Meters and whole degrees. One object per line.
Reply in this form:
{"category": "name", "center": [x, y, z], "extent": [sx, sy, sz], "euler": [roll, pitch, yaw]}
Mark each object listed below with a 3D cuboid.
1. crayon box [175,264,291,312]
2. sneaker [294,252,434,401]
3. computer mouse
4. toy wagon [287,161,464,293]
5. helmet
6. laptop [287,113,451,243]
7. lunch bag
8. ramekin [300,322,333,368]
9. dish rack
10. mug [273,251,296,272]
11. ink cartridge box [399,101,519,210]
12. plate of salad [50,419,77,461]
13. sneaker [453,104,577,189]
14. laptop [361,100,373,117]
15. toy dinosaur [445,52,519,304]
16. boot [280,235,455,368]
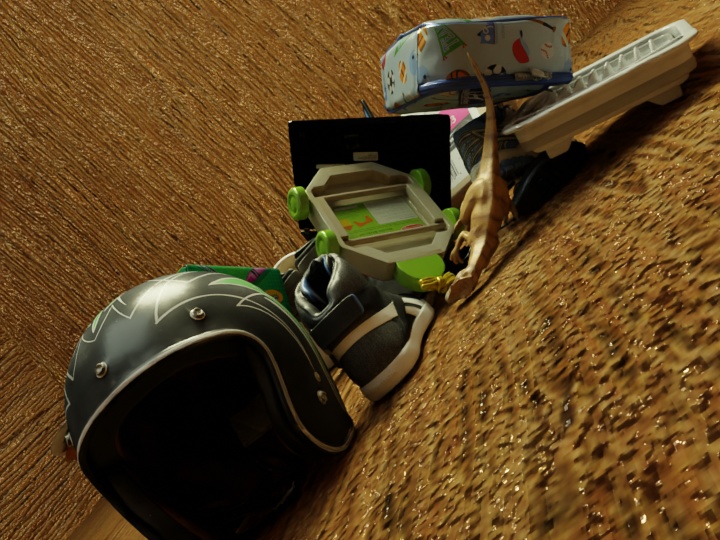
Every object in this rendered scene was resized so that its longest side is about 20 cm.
{"category": "crayon box", "center": [-0.180, 0.069, 0.844], "extent": [0.118, 0.059, 0.200], "euler": [2, -31, -43]}
{"category": "sneaker", "center": [0.002, 0.027, 0.663], "extent": [0.073, 0.112, 0.200], "euler": [-42, 4, 10]}
{"category": "computer mouse", "center": [0.137, -0.056, 0.748], "extent": [0.200, 0.034, 0.059], "euler": [-44, 4, 20]}
{"category": "toy wagon", "center": [0.025, -0.039, 0.750], "extent": [0.153, 0.201, 0.040], "euler": [-11, -43, -26]}
{"category": "helmet", "center": [-0.117, 0.095, 0.573], "extent": [0.200, 0.191, 0.200], "euler": [-44, 3, 3]}
{"category": "laptop", "center": [0.018, -0.093, 0.896], "extent": [0.175, 0.202, 0.104], "euler": [-2, 27, 6]}
{"category": "lunch bag", "center": [0.112, -0.197, 0.751], "extent": [0.158, 0.077, 0.200], "euler": [-6, 8, -15]}
{"category": "ramekin", "center": [-0.071, 0.082, 1.011], "extent": [0.202, 0.094, 0.202], "euler": [-45, 3, 3]}
{"category": "dish rack", "center": [0.221, -0.161, 0.694], "extent": [0.170, 0.044, 0.200], "euler": [-26, 12, 26]}
{"category": "mug", "center": [-0.094, 0.040, 1.461], "extent": [0.186, 0.150, 0.153], "euler": [-36, -2, 17]}
{"category": "ink cartridge box", "center": [0.129, -0.171, 1.066], "extent": [0.075, 0.166, 0.200], "euler": [3, -35, -44]}
{"category": "plate of salad", "center": [-0.198, 0.115, 0.726], "extent": [0.200, 0.048, 0.200], "euler": [-40, -10, -9]}
{"category": "sneaker", "center": [0.162, -0.138, 0.811], "extent": [0.077, 0.086, 0.199], "euler": [-41, -11, 34]}
{"category": "laptop", "center": [0.010, -0.087, 1.048], "extent": [0.103, 0.179, 0.200], "euler": [9, -44, -46]}
{"category": "toy dinosaur", "center": [0.111, -0.068, 0.665], "extent": [0.106, 0.060, 0.203], "euler": [46, -130, -78]}
{"category": "boot", "center": [0.000, 0.000, 0.854], "extent": [0.200, 0.131, 0.068], "euler": [-44, 3, -1]}
